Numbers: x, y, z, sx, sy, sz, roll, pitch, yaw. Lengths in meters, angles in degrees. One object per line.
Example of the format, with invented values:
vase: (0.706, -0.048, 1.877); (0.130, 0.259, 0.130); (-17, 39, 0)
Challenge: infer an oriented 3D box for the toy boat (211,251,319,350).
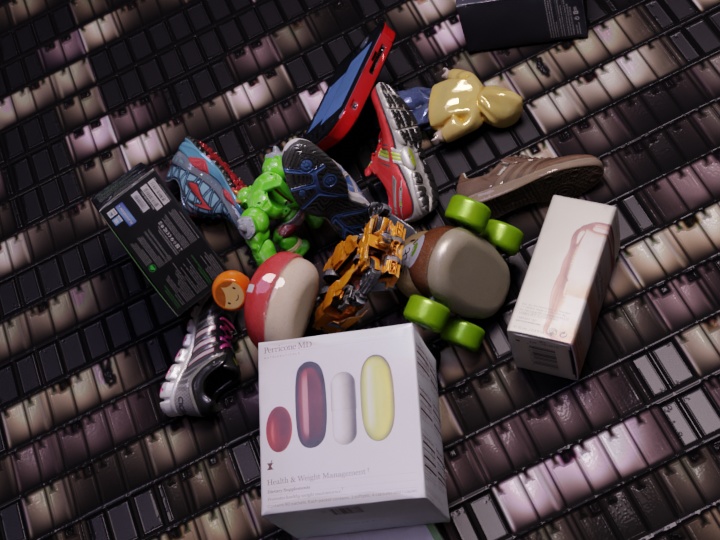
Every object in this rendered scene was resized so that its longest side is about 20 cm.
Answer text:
toy boat: (-0.126, 0.038, 1.655); (0.130, 0.200, 0.132); (18, 81, 1)

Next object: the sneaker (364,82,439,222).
sneaker: (0.039, -0.161, 1.793); (0.084, 0.077, 0.202); (-21, 76, 27)

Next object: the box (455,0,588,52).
box: (0.237, -0.440, 1.917); (0.180, 0.104, 0.202); (-4, 57, 14)

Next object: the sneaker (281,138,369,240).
sneaker: (-0.049, -0.110, 1.751); (0.075, 0.200, 0.077); (-37, 43, 4)

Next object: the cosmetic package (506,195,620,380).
cosmetic package: (0.256, 0.021, 1.622); (0.087, 0.104, 0.201); (11, 64, 22)

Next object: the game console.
game console: (-0.028, -0.250, 1.862); (0.177, 0.031, 0.201); (-24, 37, 59)

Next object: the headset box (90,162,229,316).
headset box: (-0.272, -0.047, 1.748); (0.093, 0.175, 0.200); (-37, 15, -7)

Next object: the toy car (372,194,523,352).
toy car: (0.081, -0.010, 1.679); (0.199, 0.157, 0.166); (17, 81, 43)

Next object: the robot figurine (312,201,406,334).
robot figurine: (0.000, 0.000, 1.666); (0.058, 0.200, 0.146); (20, 60, -18)

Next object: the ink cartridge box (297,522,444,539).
ink cartridge box: (0.004, 0.352, 1.525); (0.199, 0.048, 0.146); (-32, 55, -2)

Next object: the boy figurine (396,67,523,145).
boy figurine: (0.132, -0.235, 1.845); (0.198, 0.065, 0.125); (-4, 61, 14)

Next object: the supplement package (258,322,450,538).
supplement package: (-0.008, 0.187, 1.500); (0.189, 0.147, 0.202); (-9, 67, 11)

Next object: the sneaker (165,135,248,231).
sneaker: (-0.211, -0.101, 1.878); (0.096, 0.079, 0.200); (-50, 56, 11)

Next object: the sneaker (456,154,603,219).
sneaker: (0.223, -0.130, 1.746); (0.198, 0.071, 0.076); (-17, 54, 6)

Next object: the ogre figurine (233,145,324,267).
ogre figurine: (-0.107, -0.082, 1.784); (0.098, 0.120, 0.201); (16, 66, 47)

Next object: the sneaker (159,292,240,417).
sneaker: (-0.190, 0.108, 1.727); (0.087, 0.074, 0.201); (13, 68, 24)

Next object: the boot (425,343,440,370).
boot: (-0.013, 0.145, 1.651); (0.162, 0.074, 0.199); (27, 71, 33)
